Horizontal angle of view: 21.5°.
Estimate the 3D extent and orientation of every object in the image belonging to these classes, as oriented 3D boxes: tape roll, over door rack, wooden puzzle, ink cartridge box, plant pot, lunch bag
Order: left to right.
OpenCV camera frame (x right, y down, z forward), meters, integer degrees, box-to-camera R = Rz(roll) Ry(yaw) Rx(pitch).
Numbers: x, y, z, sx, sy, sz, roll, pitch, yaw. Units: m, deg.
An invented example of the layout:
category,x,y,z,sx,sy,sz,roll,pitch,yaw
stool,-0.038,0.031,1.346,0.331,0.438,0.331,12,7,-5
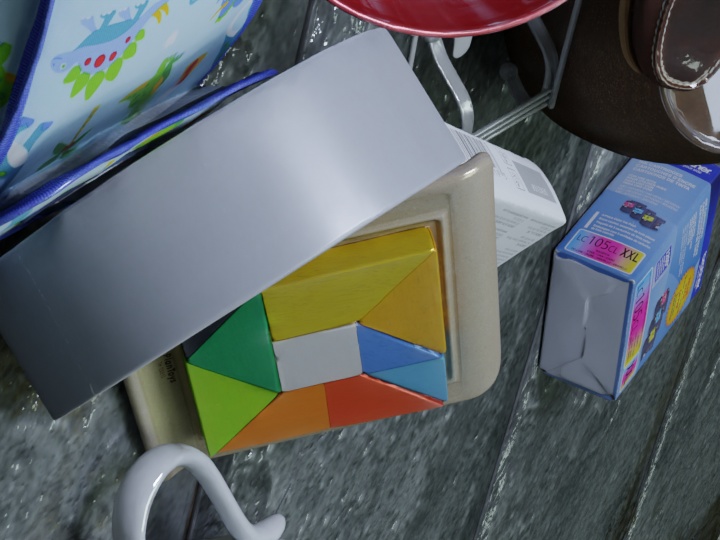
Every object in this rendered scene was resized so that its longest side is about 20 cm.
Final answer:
category,x,y,z,sx,sy,sz,roll,pitch,yaw
lunch bag,-0.112,-0.090,0.671,0.170,0.127,0.201,-36,156,-54
tape roll,-0.057,-0.019,0.777,0.200,0.066,0.200,-32,-179,0
wooden puzzle,-0.021,0.033,0.951,0.199,0.037,0.186,-16,142,-7
ink cartridge box,0.000,0.000,1.034,0.199,0.050,0.161,-32,163,18
over door rack,0.061,-0.122,1.006,0.147,0.067,0.200,-33,166,-26
ink cartridge box,0.229,-0.011,1.550,0.200,0.076,0.137,-48,152,-40
plant pot,0.191,-0.135,1.089,0.200,0.186,0.188,-111,-143,-70

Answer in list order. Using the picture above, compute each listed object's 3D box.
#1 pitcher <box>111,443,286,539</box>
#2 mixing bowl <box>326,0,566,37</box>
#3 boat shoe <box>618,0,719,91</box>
category,x,y,z,sx,sy,sz,roll,pitch,yaw
pitcher,-0.077,0.179,1.015,0.199,0.121,0.173,12,97,-55
mixing bowl,0.024,-0.207,0.805,0.199,0.108,0.202,-6,108,-18
boat shoe,0.185,-0.174,0.918,0.070,0.070,0.201,-2,122,-31
